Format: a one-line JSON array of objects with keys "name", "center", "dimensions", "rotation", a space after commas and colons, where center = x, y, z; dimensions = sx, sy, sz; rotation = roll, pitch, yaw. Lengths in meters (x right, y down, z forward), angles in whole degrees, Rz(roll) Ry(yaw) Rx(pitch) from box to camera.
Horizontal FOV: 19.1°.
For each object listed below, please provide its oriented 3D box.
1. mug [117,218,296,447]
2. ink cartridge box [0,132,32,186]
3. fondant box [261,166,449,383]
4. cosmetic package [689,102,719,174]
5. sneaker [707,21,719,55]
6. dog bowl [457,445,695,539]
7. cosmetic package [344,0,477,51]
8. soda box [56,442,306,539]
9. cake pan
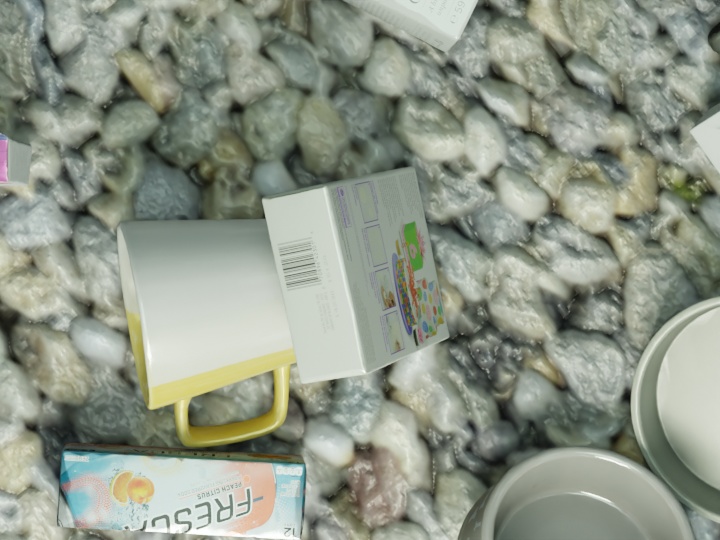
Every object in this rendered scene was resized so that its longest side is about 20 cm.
[{"name": "mug", "center": [-0.109, 0.033, 1.717], "dimensions": [0.152, 0.187, 0.150], "rotation": [-10, 59, -11]}, {"name": "ink cartridge box", "center": [-0.363, -0.088, 1.652], "dimensions": [0.195, 0.200, 0.044], "rotation": [2, 92, -2]}, {"name": "fondant box", "center": [0.000, 0.000, 1.669], "dimensions": [0.058, 0.200, 0.145], "rotation": [-11, 92, 23]}, {"name": "cosmetic package", "center": [0.385, -0.106, 1.704], "dimensions": [0.200, 0.052, 0.151], "rotation": [-34, 95, 38]}, {"name": "sneaker", "center": [0.392, -0.189, 1.747], "dimensions": [0.199, 0.076, 0.116], "rotation": [-24, 96, -2]}, {"name": "dog bowl", "center": [0.178, 0.230, 1.709], "dimensions": [0.199, 0.059, 0.201], "rotation": [4, 57, -7]}, {"name": "cosmetic package", "center": [0.028, -0.310, 1.703], "dimensions": [0.199, 0.123, 0.200], "rotation": [25, 90, -2]}, {"name": "soda box", "center": [-0.144, 0.178, 1.733], "dimensions": [0.199, 0.068, 0.064], "rotation": [3, 91, -4]}, {"name": "cake pan", "center": [0.320, 0.111, 1.732], "dimensions": [0.199, 0.037, 0.201], "rotation": [6, 107, 19]}]
